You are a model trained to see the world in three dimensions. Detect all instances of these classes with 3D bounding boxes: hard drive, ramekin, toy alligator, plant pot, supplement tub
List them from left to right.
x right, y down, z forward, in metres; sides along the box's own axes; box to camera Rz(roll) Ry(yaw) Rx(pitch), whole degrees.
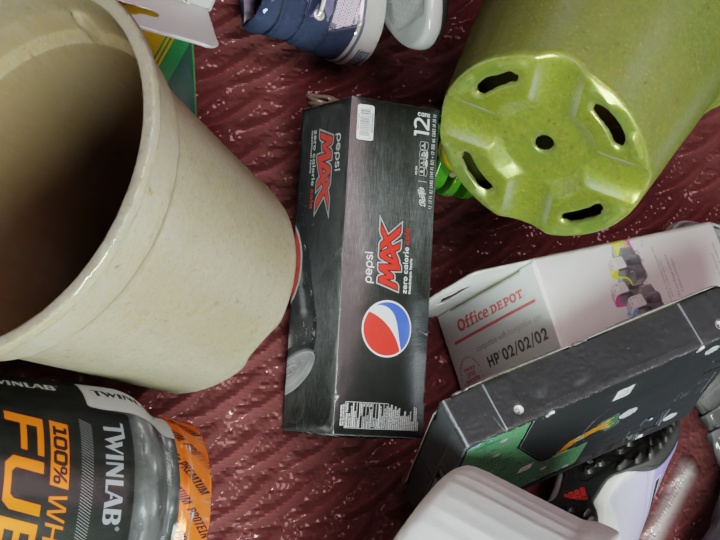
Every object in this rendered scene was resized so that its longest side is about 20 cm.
[{"bbox_3d":[-0.184,0.114,0.815,0.199,0.122,0.123,9,67,-27],"label":"supplement tub"},{"bbox_3d":[-0.134,-0.023,0.845,0.183,0.200,0.201,32,53,-53],"label":"plant pot"},{"bbox_3d":[0.046,-0.078,1.070,0.199,0.059,0.054,6,109,-29],"label":"toy alligator"},{"bbox_3d":[0.050,0.204,0.874,0.098,0.201,0.201,30,55,14],"label":"ramekin"},{"bbox_3d":[0.128,0.083,0.973,0.199,0.140,0.038,-22,66,-18],"label":"hard drive"},{"bbox_3d":[0.141,-0.127,0.995,0.200,0.200,0.184,42,47,-10],"label":"plant pot"}]

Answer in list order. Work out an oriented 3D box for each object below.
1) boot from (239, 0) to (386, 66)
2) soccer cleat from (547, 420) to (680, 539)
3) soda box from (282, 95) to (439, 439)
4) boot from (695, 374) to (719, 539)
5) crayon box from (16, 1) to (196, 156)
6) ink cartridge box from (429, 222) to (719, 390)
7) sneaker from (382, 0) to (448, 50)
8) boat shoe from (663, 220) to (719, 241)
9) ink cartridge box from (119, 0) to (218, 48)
[{"bbox_3d":[-0.030,-0.240,1.070,0.090,0.073,0.201,14,66,-32],"label":"boot"},{"bbox_3d":[0.155,0.161,1.042,0.200,0.068,0.073,-48,133,-45],"label":"soccer cleat"},{"bbox_3d":[0.000,0.000,0.971,0.063,0.071,0.201,6,84,-29],"label":"soda box"},{"bbox_3d":[0.251,0.126,1.100,0.200,0.070,0.132,-35,96,-47],"label":"boot"},{"bbox_3d":[-0.197,-0.121,0.936,0.199,0.058,0.119,6,69,-29],"label":"crayon box"},{"bbox_3d":[0.132,0.031,1.038,0.199,0.115,0.068,-11,76,-33],"label":"ink cartridge box"},{"bbox_3d":[0.062,-0.220,1.099,0.099,0.071,0.201,14,46,-24],"label":"sneaker"},{"bbox_3d":[0.308,0.013,1.179,0.201,0.065,0.075,27,60,-19],"label":"boat shoe"},{"bbox_3d":[-0.136,-0.226,0.955,0.116,0.068,0.200,12,38,-26],"label":"ink cartridge box"}]
